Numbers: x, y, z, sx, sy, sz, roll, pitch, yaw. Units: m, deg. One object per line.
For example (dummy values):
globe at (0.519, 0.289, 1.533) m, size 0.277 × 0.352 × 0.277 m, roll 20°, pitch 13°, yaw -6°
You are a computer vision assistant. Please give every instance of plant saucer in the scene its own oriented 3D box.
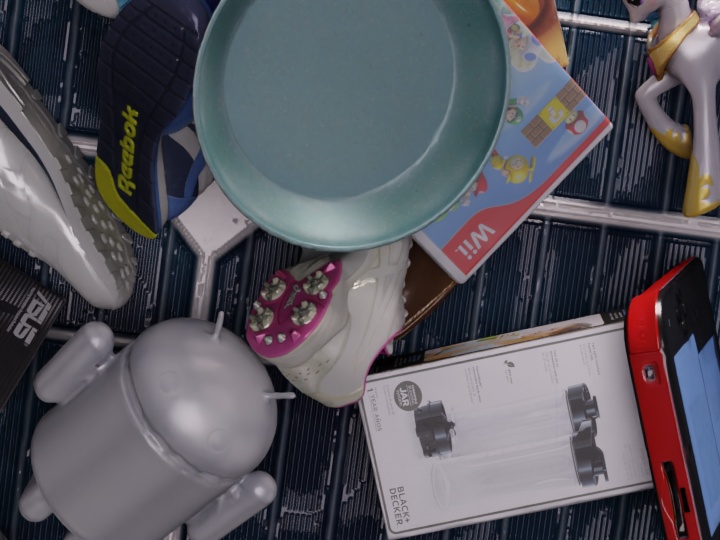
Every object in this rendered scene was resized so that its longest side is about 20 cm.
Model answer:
plant saucer at (-0.008, -0.112, 1.249) m, size 0.199 × 0.036 × 0.201 m, roll -6°, pitch 108°, yaw -18°

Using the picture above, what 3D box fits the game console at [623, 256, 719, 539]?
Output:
game console at (0.223, 0.100, 1.383) m, size 0.031 × 0.177 × 0.201 m, roll -9°, pitch 96°, yaw 24°

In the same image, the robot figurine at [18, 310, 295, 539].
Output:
robot figurine at (-0.133, 0.106, 1.351) m, size 0.200 × 0.113 × 0.170 m, roll -38°, pitch 110°, yaw 27°

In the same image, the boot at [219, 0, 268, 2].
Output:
boot at (-0.099, -0.268, 1.214) m, size 0.073 × 0.163 × 0.199 m, roll -27°, pitch 70°, yaw -17°

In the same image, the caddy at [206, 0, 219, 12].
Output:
caddy at (-0.072, -0.236, 1.353) m, size 0.141 × 0.105 × 0.201 m, roll -8°, pitch 96°, yaw -4°

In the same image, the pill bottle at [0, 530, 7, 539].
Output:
pill bottle at (-0.295, 0.172, 1.331) m, size 0.116 × 0.116 × 0.200 m, roll -31°, pitch 116°, yaw -3°

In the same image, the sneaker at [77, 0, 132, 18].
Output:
sneaker at (-0.214, -0.215, 1.334) m, size 0.200 × 0.076 × 0.081 m, roll 40°, pitch 117°, yaw 20°

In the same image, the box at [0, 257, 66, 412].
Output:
box at (-0.285, 0.035, 1.307) m, size 0.160 × 0.200 × 0.044 m, roll 32°, pitch 117°, yaw -7°

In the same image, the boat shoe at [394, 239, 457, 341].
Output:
boat shoe at (0.058, -0.034, 1.403) m, size 0.072 × 0.068 × 0.200 m, roll 39°, pitch 90°, yaw -8°

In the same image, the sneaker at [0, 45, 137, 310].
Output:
sneaker at (-0.222, -0.053, 1.378) m, size 0.080 × 0.076 × 0.200 m, roll -33°, pitch 93°, yaw 9°

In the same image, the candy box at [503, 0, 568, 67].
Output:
candy box at (0.021, -0.157, 1.319) m, size 0.199 × 0.056 × 0.117 m, roll -19°, pitch 108°, yaw -14°

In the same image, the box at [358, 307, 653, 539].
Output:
box at (0.104, 0.102, 1.407) m, size 0.199 × 0.060 × 0.117 m, roll -13°, pitch 95°, yaw 5°

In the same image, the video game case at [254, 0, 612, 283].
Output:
video game case at (0.047, -0.108, 1.301) m, size 0.143 × 0.017 × 0.200 m, roll -46°, pitch 114°, yaw -2°

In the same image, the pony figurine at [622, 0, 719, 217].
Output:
pony figurine at (0.255, -0.161, 1.386) m, size 0.192 × 0.167 × 0.201 m, roll -23°, pitch 112°, yaw 4°

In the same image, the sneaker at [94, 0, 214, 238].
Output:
sneaker at (-0.118, -0.111, 1.332) m, size 0.074 × 0.200 × 0.082 m, roll 43°, pitch 53°, yaw 19°

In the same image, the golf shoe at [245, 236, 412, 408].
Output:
golf shoe at (0.000, 0.000, 1.353) m, size 0.092 × 0.075 × 0.200 m, roll 53°, pitch 54°, yaw -32°
